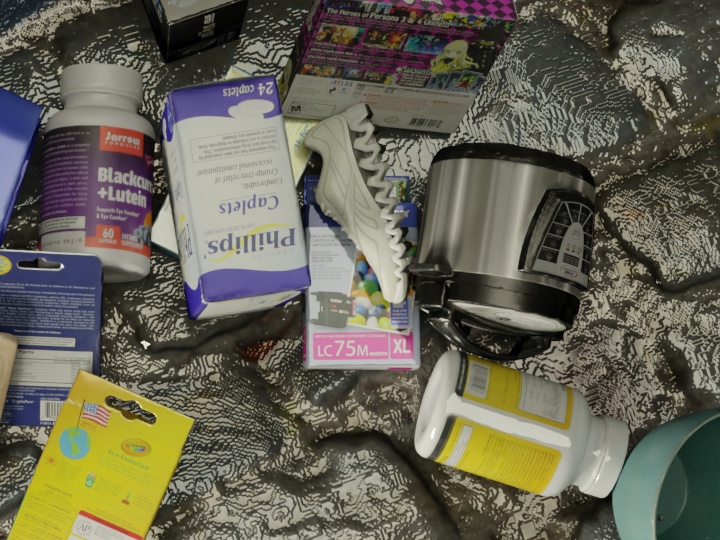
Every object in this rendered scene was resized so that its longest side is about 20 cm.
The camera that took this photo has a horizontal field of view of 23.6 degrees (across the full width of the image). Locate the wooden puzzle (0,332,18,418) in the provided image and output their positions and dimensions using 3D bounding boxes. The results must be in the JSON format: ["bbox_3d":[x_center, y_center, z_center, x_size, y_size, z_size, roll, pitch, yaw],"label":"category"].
[{"bbox_3d":[-0.433,0.122,1.646,0.183,0.037,0.202,14,115,-9],"label":"wooden puzzle"}]

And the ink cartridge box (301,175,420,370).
[{"bbox_3d":[0.000,0.000,1.762,0.118,0.042,0.203,0,82,-8],"label":"ink cartridge box"}]

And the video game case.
[{"bbox_3d":[0.032,-0.210,1.704,0.198,0.182,0.036,4,55,-19],"label":"video game case"}]

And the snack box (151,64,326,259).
[{"bbox_3d":[-0.125,-0.094,1.756,0.115,0.037,0.202,26,81,-5],"label":"snack box"}]

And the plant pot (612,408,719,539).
[{"bbox_3d":[0.329,0.230,1.720,0.198,0.134,0.203,-2,95,-29],"label":"plant pot"}]

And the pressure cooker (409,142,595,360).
[{"bbox_3d":[0.141,-0.012,1.716,0.174,0.179,0.202,9,81,5],"label":"pressure cooker"}]

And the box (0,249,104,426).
[{"bbox_3d":[-0.309,0.061,1.661,0.120,0.033,0.202,3,122,-7],"label":"box"}]

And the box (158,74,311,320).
[{"bbox_3d":[-0.124,-0.064,1.640,0.104,0.184,0.202,-10,85,-10],"label":"box"}]

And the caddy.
[{"bbox_3d":[-0.381,-0.094,1.670,0.104,0.141,0.202,19,81,-10],"label":"caddy"}]

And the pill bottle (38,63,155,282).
[{"bbox_3d":[-0.258,-0.095,1.698,0.110,0.111,0.202,2,80,-7],"label":"pill bottle"}]

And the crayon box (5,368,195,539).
[{"bbox_3d":[-0.250,0.203,1.671,0.126,0.051,0.202,24,100,-4],"label":"crayon box"}]

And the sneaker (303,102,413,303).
[{"bbox_3d":[0.001,-0.061,1.720,0.080,0.075,0.202,-17,85,5],"label":"sneaker"}]

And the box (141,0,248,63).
[{"bbox_3d":[-0.187,-0.328,1.710,0.085,0.164,0.202,-20,87,-9],"label":"box"}]

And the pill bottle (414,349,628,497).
[{"bbox_3d":[0.162,0.160,1.729,0.198,0.112,0.113,19,82,-5],"label":"pill bottle"}]
